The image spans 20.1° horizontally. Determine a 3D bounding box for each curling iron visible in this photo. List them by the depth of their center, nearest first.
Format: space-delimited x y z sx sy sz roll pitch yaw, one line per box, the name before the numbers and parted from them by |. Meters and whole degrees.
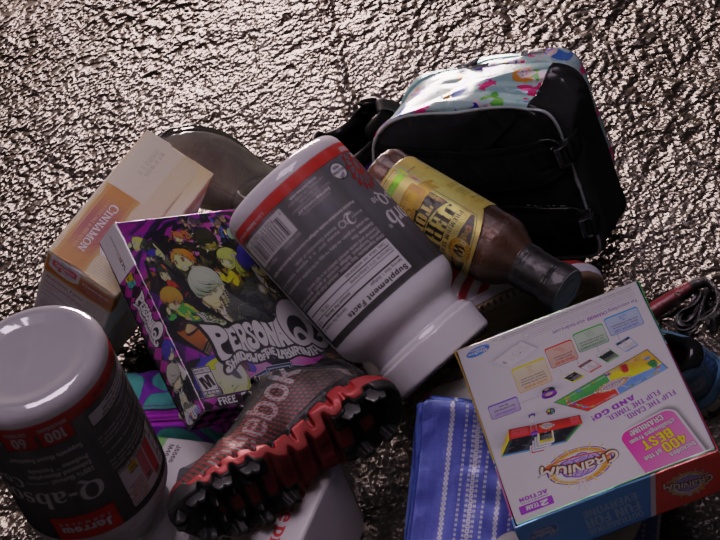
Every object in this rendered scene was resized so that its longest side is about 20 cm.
curling iron | 0.212 0.059 1.668 0.200 0.026 0.050 -25 40 -5

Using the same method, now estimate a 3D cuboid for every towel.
towel | 0.129 0.171 1.533 0.200 0.024 0.145 3 80 24

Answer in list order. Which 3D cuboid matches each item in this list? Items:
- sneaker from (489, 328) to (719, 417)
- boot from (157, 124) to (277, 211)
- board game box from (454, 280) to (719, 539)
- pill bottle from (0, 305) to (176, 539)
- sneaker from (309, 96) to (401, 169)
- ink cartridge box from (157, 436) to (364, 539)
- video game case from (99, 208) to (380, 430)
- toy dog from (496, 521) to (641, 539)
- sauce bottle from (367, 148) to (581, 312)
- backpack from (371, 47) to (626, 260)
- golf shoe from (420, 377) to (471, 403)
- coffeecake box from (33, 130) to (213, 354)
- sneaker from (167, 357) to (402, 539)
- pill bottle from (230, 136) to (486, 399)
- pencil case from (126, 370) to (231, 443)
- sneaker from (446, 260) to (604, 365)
sneaker | 0.188 0.065 1.607 0.200 0.090 0.078 1 65 19
boot | -0.090 -0.059 1.804 0.068 0.200 0.131 -60 38 14
board game box | 0.164 0.106 1.476 0.153 0.040 0.200 -21 37 5
pill bottle | -0.210 0.132 1.498 0.116 0.200 0.116 -12 41 11
sneaker | 0.044 -0.122 1.869 0.200 0.100 0.070 -18 44 3
ink cartridge box | -0.117 0.214 1.588 0.200 0.084 0.146 3 46 24
video game case | -0.091 0.032 1.656 0.200 0.036 0.181 -8 61 -40
toy dog | 0.140 0.248 1.451 0.200 0.132 0.096 -40 7 -27
sauce bottle | 0.090 -0.031 1.666 0.200 0.065 0.065 30 61 26
backpack | 0.117 -0.098 1.762 0.200 0.178 0.151 -7 35 28
golf shoe | 0.131 0.135 1.588 0.200 0.075 0.092 4 51 27
coffeecake box | -0.215 -0.003 1.768 0.073 0.200 0.154 34 57 3
sneaker | -0.069 0.130 1.544 0.200 0.071 0.098 -32 43 -19
pill bottle | 0.000 0.000 1.626 0.116 0.116 0.200 -40 85 -21
pencil case | -0.178 0.122 1.698 0.200 0.092 0.085 -8 85 22
sneaker | 0.102 0.011 1.730 0.200 0.071 0.113 -19 45 5
